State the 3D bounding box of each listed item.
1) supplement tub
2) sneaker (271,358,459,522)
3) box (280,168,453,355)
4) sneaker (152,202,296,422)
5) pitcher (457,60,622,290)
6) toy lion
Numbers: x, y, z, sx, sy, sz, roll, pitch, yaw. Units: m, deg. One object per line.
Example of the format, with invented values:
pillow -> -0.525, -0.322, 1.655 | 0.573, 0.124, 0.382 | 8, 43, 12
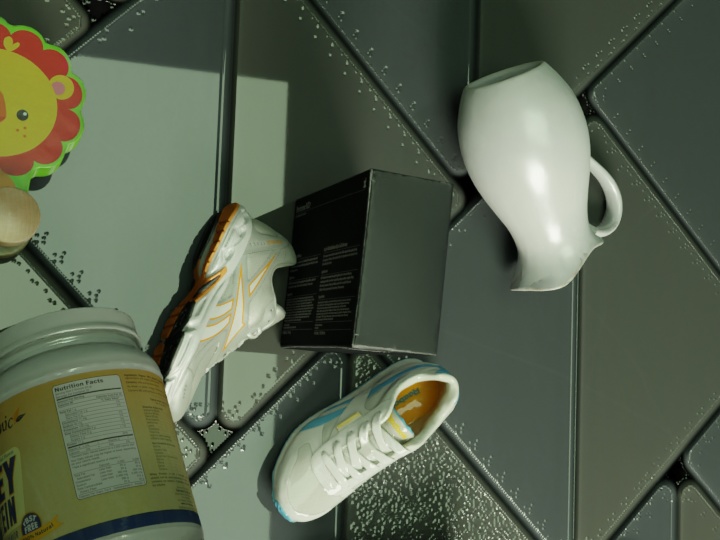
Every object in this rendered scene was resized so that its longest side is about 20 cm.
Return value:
supplement tub -> -0.210, 0.143, 0.859 | 0.144, 0.145, 0.201 | -11, 66, -21
sneaker -> 0.003, 0.150, 1.014 | 0.200, 0.081, 0.077 | -41, 102, -17
box -> 0.000, 0.000, 0.959 | 0.079, 0.200, 0.142 | 6, 85, -20
sneaker -> -0.115, 0.046, 0.983 | 0.092, 0.076, 0.201 | 27, 78, -21
pitcher -> 0.183, -0.103, 1.093 | 0.171, 0.121, 0.201 | -32, 109, -39
toy lion -> -0.325, -0.115, 0.897 | 0.199, 0.069, 0.193 | 8, 76, -21
